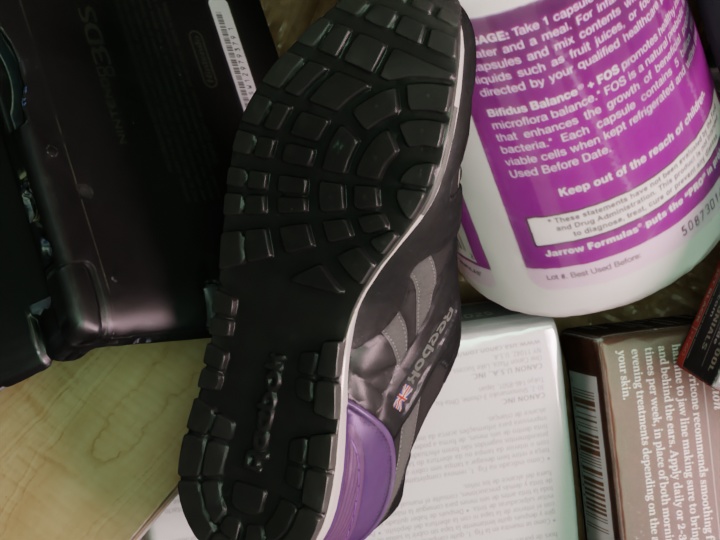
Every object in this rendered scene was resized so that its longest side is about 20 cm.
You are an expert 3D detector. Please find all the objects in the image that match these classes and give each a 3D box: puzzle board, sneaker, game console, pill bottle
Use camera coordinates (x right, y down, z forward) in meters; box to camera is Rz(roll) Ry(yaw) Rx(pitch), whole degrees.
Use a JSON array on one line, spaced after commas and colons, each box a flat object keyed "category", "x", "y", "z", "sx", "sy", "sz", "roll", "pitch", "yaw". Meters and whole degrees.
[{"category": "puzzle board", "x": -0.098, "y": 0.005, "z": 1.047, "sx": 0.151, "sy": 0.017, "sz": 0.200, "roll": 36, "pitch": 71, "yaw": 12}, {"category": "sneaker", "x": 0.000, "y": 0.000, "z": 0.986, "sx": 0.076, "sy": 0.088, "sz": 0.200, "roll": 24, "pitch": 103, "yaw": 28}, {"category": "game console", "x": -0.125, "y": -0.046, "z": 1.046, "sx": 0.176, "sy": 0.116, "sz": 0.200, "roll": -5, "pitch": 67, "yaw": -36}, {"category": "pill bottle", "x": 0.056, "y": -0.091, "z": 1.019, "sx": 0.112, "sy": 0.112, "sz": 0.200, "roll": -28, "pitch": 126, "yaw": -7}]

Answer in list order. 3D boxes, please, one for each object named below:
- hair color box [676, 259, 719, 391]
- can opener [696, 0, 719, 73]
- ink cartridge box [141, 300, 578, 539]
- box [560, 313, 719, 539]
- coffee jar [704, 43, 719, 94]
[{"category": "hair color box", "x": 0.225, "y": 0.028, "z": 1.037, "sx": 0.200, "sy": 0.061, "sz": 0.102, "roll": 22, "pitch": 94, "yaw": -10}, {"category": "can opener", "x": 0.135, "y": -0.134, "z": 1.051, "sx": 0.063, "sy": 0.079, "sz": 0.200, "roll": 28, "pitch": 44, "yaw": -26}, {"category": "ink cartridge box", "x": 0.002, "y": 0.118, "z": 1.098, "sx": 0.162, "sy": 0.050, "sz": 0.200, "roll": -8, "pitch": 107, "yaw": -9}, {"category": "box", "x": 0.181, "y": 0.059, "z": 1.102, "sx": 0.200, "sy": 0.075, "sz": 0.100, "roll": -6, "pitch": 92, "yaw": -7}, {"category": "coffee jar", "x": 0.222, "y": -0.129, "z": 1.096, "sx": 0.104, "sy": 0.085, "sz": 0.200, "roll": 34, "pitch": 86, "yaw": -9}]
